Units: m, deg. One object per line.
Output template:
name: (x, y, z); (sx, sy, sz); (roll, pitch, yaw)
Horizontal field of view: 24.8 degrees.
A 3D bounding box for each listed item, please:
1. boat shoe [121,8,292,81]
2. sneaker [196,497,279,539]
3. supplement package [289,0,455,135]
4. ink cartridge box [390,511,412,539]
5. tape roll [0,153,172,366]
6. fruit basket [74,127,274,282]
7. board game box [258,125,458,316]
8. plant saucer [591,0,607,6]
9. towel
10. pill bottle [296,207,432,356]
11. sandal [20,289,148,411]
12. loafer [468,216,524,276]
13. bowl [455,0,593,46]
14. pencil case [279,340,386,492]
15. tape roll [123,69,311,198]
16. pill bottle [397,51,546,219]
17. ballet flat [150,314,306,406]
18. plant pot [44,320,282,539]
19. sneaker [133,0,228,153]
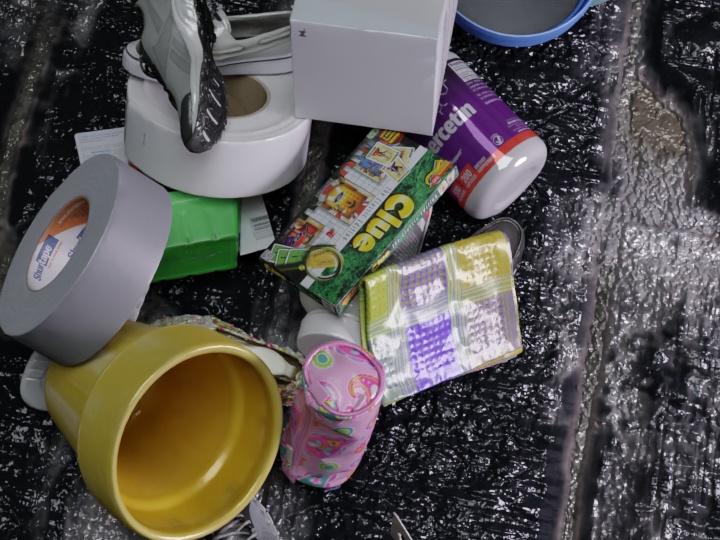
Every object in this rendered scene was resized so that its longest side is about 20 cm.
boat shoe: (-0.154, -0.244, 1.736); (0.198, 0.066, 0.072); (-4, 38, -19)
sneaker: (-0.105, 0.273, 1.600); (0.075, 0.116, 0.201); (-31, 73, -13)
supplement package: (0.019, -0.271, 1.686); (0.151, 0.151, 0.201); (8, 57, 5)
ink cartridge box: (0.054, 0.343, 1.578); (0.067, 0.117, 0.201); (-28, 72, -10)
tape roll: (-0.268, -0.011, 1.589); (0.066, 0.200, 0.201); (32, 66, -29)
fruit basket: (-0.201, -0.082, 1.763); (0.184, 0.094, 0.201); (-11, 50, -13)
board game box: (-0.001, -0.055, 1.658); (0.104, 0.024, 0.200); (32, 69, 23)
plant saucer: (0.241, -0.401, 1.925); (0.198, 0.027, 0.202); (1, 68, -1)
towel: (0.084, 0.047, 1.671); (0.199, 0.023, 0.145); (-16, 108, -34)
pill bottle: (0.000, 0.000, 1.703); (0.110, 0.111, 0.201); (15, 62, 4)
sandal: (-0.277, 0.059, 1.689); (0.082, 0.050, 0.203); (32, 101, -26)
loafer: (0.109, 0.016, 1.732); (0.073, 0.072, 0.200); (35, 71, 12)
bowl: (0.175, -0.347, 1.867); (0.199, 0.039, 0.202); (1, 70, -1)
pencil case: (-0.030, 0.146, 1.609); (0.087, 0.200, 0.088); (5, 60, -9)
tape roll: (-0.152, -0.161, 1.741); (0.201, 0.071, 0.203); (7, 37, -5)
pill bottle: (0.100, -0.159, 1.778); (0.112, 0.113, 0.200); (-39, 75, -16)
ballet flat: (-0.135, 0.085, 1.700); (0.198, 0.064, 0.076); (14, 72, 4)
plant pot: (-0.207, 0.136, 1.599); (0.201, 0.201, 0.188); (-45, 40, -17)
sneaker: (-0.183, -0.202, 1.653); (0.079, 0.074, 0.201); (-16, 62, 8)
